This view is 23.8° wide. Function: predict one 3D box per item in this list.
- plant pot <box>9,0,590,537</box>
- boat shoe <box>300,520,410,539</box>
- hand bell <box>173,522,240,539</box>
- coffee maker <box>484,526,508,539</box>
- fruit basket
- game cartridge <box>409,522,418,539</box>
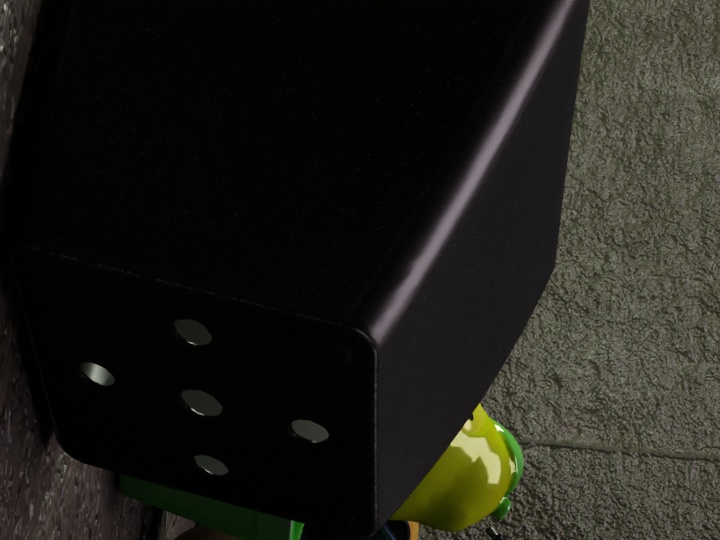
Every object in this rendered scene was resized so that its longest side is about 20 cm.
[{"bbox_3d":[-0.031,-0.017,0.669,0.201,0.198,0.178,90,17,-50],"label":"plant pot"},{"bbox_3d":[-0.003,0.155,0.928,0.201,0.068,0.085,-117,-157,-45],"label":"boat shoe"},{"bbox_3d":[-0.080,0.125,0.940,0.105,0.103,0.201,90,-6,-49],"label":"hand bell"},{"bbox_3d":[0.054,0.247,1.028,0.136,0.191,0.200,64,14,14],"label":"coffee maker"},{"bbox_3d":[-0.011,0.055,0.875,0.216,0.213,0.157,-76,170,-66],"label":"fruit basket"},{"bbox_3d":[-0.016,0.106,1.255,0.200,0.032,0.178,24,-65,53],"label":"game cartridge"}]
